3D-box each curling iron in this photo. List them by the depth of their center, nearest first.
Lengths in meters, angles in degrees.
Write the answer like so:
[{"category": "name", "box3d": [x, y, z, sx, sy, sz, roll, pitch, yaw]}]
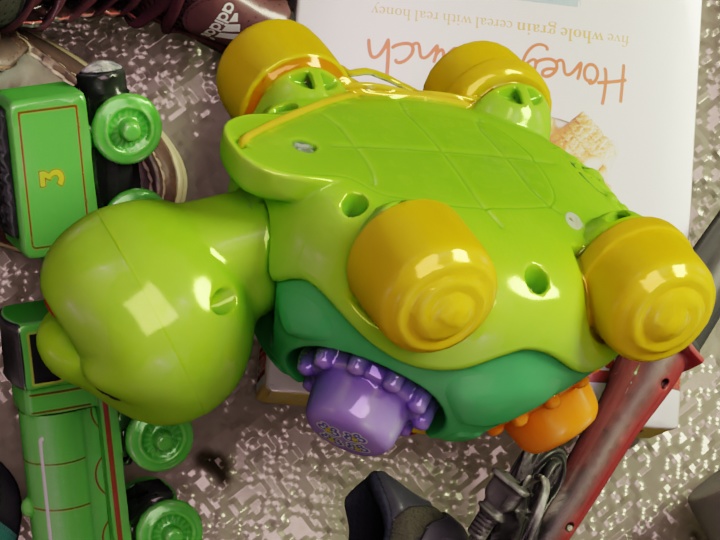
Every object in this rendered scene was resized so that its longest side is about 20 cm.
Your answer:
[{"category": "curling iron", "box3d": [0.097, 0.027, 0.822, 0.026, 0.050, 0.200, 30, 65, 21]}]

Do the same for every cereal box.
[{"category": "cereal box", "box3d": [0.043, -0.047, 0.866, 0.143, 0.040, 0.201, 5, 80, -8]}]

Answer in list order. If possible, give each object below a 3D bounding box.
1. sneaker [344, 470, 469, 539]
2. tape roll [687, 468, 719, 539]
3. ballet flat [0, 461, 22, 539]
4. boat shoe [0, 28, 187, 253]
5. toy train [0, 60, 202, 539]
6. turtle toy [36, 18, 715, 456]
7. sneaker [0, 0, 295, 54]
[{"category": "sneaker", "box3d": [-0.029, 0.147, 0.795, 0.081, 0.074, 0.200, 48, 62, -7]}, {"category": "tape roll", "box3d": [0.204, 0.050, 0.793, 0.200, 0.200, 0.066, -30, 84, -13]}, {"category": "ballet flat", "box3d": [-0.202, 0.050, 0.796, 0.199, 0.073, 0.073, 19, 78, -5]}, {"category": "boat shoe", "box3d": [-0.149, -0.065, 0.816, 0.200, 0.072, 0.072, 34, 91, -1]}, {"category": "toy train", "box3d": [-0.085, 0.034, 0.799, 0.056, 0.042, 0.201, -9, 104, -19]}, {"category": "turtle toy", "box3d": [0.000, 0.000, 0.758, 0.199, 0.146, 0.101, 2, 122, -29]}, {"category": "sneaker", "box3d": [-0.072, -0.100, 0.799, 0.115, 0.076, 0.200, 42, 32, -10]}]
